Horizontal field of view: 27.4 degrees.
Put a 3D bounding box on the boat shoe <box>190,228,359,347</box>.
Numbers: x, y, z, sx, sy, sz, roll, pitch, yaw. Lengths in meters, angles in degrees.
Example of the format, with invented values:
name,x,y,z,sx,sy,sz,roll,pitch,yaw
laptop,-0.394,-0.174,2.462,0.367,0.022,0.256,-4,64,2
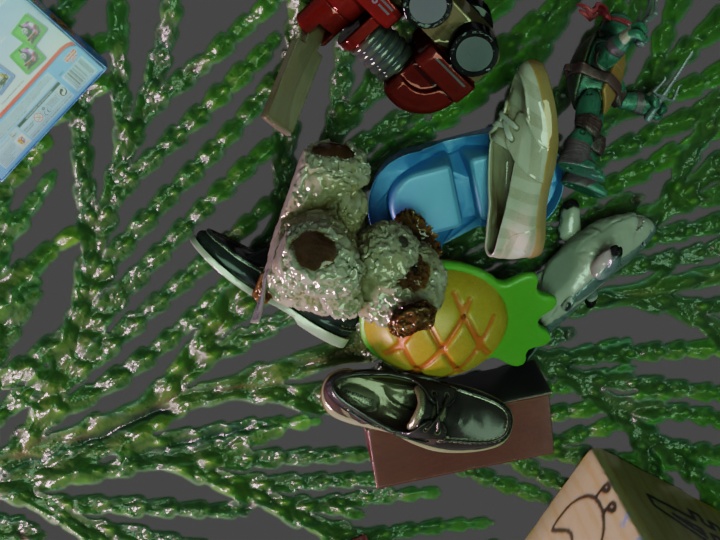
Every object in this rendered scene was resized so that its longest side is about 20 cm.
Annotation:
name,x,y,z,sx,sy,sz,roll,pitch,yaw
boat shoe,-0.075,0.002,1.469,0.199,0.075,0.066,35,101,-20

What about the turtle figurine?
name,x,y,z,sx,sy,sz,roll,pitch,yaw
turtle figurine,0.245,-0.178,1.430,0.150,0.100,0.201,32,76,-56

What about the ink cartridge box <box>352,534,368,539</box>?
name,x,y,z,sx,sy,sz,roll,pitch,yaw
ink cartridge box,-0.060,0.390,1.630,0.199,0.068,0.117,-23,113,-1

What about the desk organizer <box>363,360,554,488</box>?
name,x,y,z,sx,sy,sz,roll,pitch,yaw
desk organizer,0.101,0.163,1.563,0.199,0.072,0.077,-11,115,-4

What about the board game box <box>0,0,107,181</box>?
name,x,y,z,sx,sy,sz,roll,pitch,yaw
board game box,-0.359,-0.204,1.363,0.151,0.037,0.200,-44,112,9

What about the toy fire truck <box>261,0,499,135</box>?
name,x,y,z,sx,sy,sz,roll,pitch,yaw
toy fire truck,0.011,-0.203,1.384,0.200,0.129,0.176,-39,113,20

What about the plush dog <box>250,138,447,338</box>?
name,x,y,z,sx,sy,sz,roll,pitch,yaw
plush dog,0.000,0.000,1.381,0.171,0.201,0.161,18,130,-10

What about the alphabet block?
name,x,y,z,sx,sy,sz,roll,pitch,yaw
alphabet block,0.301,0.347,1.597,0.196,0.200,0.196,30,104,-19

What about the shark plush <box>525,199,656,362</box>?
name,x,y,z,sx,sy,sz,roll,pitch,yaw
shark plush,0.230,0.025,1.532,0.083,0.091,0.201,14,107,-46

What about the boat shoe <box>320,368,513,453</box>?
name,x,y,z,sx,sy,sz,roll,pitch,yaw
boat shoe,0.058,0.142,1.479,0.199,0.065,0.074,9,85,-2

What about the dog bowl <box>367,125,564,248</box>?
name,x,y,z,sx,sy,sz,roll,pitch,yaw
dog bowl,0.101,-0.084,1.475,0.199,0.050,0.112,-15,113,-3

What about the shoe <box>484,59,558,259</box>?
name,x,y,z,sx,sy,sz,roll,pitch,yaw
shoe,0.151,-0.102,1.410,0.053,0.070,0.201,-6,114,-16

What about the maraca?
name,x,y,z,sx,sy,sz,roll,pitch,yaw
maraca,0.098,0.049,1.493,0.199,0.107,0.138,1,127,-6
